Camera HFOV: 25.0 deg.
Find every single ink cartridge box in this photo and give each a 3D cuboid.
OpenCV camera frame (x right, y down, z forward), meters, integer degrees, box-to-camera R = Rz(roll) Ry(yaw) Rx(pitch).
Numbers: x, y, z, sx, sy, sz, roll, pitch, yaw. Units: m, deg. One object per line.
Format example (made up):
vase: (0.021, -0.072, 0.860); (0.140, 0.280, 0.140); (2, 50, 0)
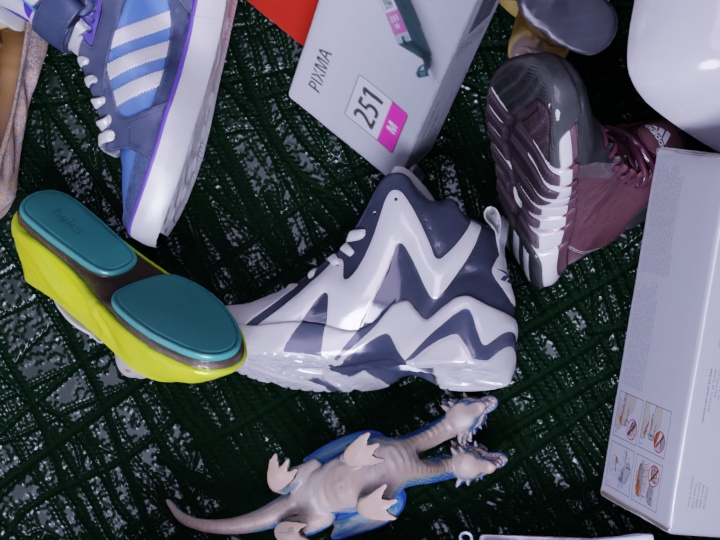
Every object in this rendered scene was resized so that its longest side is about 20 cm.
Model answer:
ink cartridge box: (-0.008, -0.169, 0.940); (0.173, 0.200, 0.044); (39, 57, 10)
ink cartridge box: (0.242, 0.045, 0.905); (0.174, 0.084, 0.202); (8, 95, -20)

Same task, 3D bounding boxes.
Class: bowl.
bowl: (0.254, -0.161, 0.921); (0.199, 0.074, 0.201); (21, 81, -38)

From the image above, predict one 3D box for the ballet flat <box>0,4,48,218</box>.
ballet flat: (-0.234, -0.129, 1.014); (0.067, 0.067, 0.202); (0, 80, 6)

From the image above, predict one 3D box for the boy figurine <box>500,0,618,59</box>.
boy figurine: (0.118, -0.171, 0.924); (0.064, 0.200, 0.125); (27, 101, -7)

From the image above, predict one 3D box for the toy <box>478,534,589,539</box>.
toy: (0.167, 0.213, 0.936); (0.198, 0.047, 0.116); (0, 85, 10)

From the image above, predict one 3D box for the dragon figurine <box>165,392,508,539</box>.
dragon figurine: (-0.009, 0.127, 0.957); (0.199, 0.099, 0.059); (-23, 80, 20)

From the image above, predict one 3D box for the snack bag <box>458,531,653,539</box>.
snack bag: (0.075, 0.244, 0.919); (0.198, 0.021, 0.190); (-3, 92, 14)

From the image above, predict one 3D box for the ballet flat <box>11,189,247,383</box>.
ballet flat: (-0.139, 0.024, 0.961); (0.200, 0.067, 0.067); (35, 129, 33)

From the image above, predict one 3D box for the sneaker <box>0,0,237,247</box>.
sneaker: (-0.161, -0.127, 0.993); (0.145, 0.081, 0.202); (14, 87, 1)

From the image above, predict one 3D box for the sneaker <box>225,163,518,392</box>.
sneaker: (0.000, 0.000, 0.967); (0.198, 0.079, 0.131); (-2, 68, 26)

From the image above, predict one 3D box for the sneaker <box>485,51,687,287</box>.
sneaker: (0.136, -0.075, 0.919); (0.115, 0.200, 0.076); (-25, 65, -9)
